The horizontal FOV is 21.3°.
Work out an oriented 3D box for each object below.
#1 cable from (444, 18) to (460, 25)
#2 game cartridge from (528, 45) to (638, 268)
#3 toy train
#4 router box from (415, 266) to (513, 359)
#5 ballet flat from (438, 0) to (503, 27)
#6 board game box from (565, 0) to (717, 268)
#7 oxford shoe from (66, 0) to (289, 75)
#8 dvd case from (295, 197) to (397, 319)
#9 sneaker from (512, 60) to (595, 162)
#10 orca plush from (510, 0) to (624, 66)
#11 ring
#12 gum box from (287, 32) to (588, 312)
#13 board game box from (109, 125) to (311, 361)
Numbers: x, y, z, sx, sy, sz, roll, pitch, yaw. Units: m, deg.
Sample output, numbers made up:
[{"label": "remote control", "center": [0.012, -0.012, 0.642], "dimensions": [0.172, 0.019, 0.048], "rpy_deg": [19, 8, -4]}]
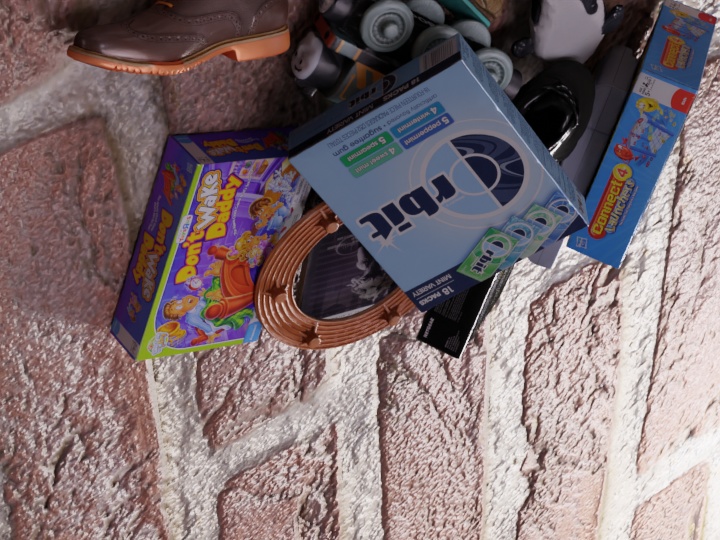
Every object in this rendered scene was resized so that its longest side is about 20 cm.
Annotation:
[{"label": "cable", "center": [0.048, -0.130, 1.694], "dimensions": [0.200, 0.051, 0.163], "rpy_deg": [-40, 144, -7]}, {"label": "game cartridge", "center": [0.211, -0.107, 1.835], "dimensions": [0.133, 0.041, 0.201], "rpy_deg": [-69, 179, -62]}, {"label": "toy train", "center": [0.039, -0.167, 1.589], "dimensions": [0.199, 0.085, 0.114], "rpy_deg": [21, 112, -30]}, {"label": "router box", "center": [0.127, -0.034, 1.812], "dimensions": [0.149, 0.051, 0.201], "rpy_deg": [-49, 163, -60]}, {"label": "ballet flat", "center": [0.067, -0.266, 1.578], "dimensions": [0.200, 0.068, 0.073], "rpy_deg": [24, 86, -53]}, {"label": "board game box", "center": [0.269, -0.134, 1.820], "dimensions": [0.200, 0.056, 0.196], "rpy_deg": [-61, 172, -60]}, {"label": "oxford shoe", "center": [-0.137, -0.193, 1.443], "dimensions": [0.200, 0.071, 0.073], "rpy_deg": [-18, 119, -43]}, {"label": "dvd case", "center": [0.016, -0.018, 1.741], "dimensions": [0.148, 0.016, 0.200], "rpy_deg": [-15, 148, -19]}, {"label": "sneaker", "center": [0.164, -0.131, 1.674], "dimensions": [0.091, 0.076, 0.200], "rpy_deg": [-47, -177, 47]}, {"label": "orca plush", "center": [0.166, -0.244, 1.698], "dimensions": [0.105, 0.071, 0.200], "rpy_deg": [-26, 160, 20]}, {"label": "ring", "center": [0.000, 0.000, 1.694], "dimensions": [0.200, 0.019, 0.201], "rpy_deg": [-21, 141, -18]}, {"label": "gum box", "center": [0.066, -0.076, 1.581], "dimensions": [0.169, 0.045, 0.200], "rpy_deg": [-29, 123, 21]}, {"label": "board game box", "center": [-0.124, -0.023, 1.628], "dimensions": [0.134, 0.045, 0.201], "rpy_deg": [-9, 131, -41]}]
